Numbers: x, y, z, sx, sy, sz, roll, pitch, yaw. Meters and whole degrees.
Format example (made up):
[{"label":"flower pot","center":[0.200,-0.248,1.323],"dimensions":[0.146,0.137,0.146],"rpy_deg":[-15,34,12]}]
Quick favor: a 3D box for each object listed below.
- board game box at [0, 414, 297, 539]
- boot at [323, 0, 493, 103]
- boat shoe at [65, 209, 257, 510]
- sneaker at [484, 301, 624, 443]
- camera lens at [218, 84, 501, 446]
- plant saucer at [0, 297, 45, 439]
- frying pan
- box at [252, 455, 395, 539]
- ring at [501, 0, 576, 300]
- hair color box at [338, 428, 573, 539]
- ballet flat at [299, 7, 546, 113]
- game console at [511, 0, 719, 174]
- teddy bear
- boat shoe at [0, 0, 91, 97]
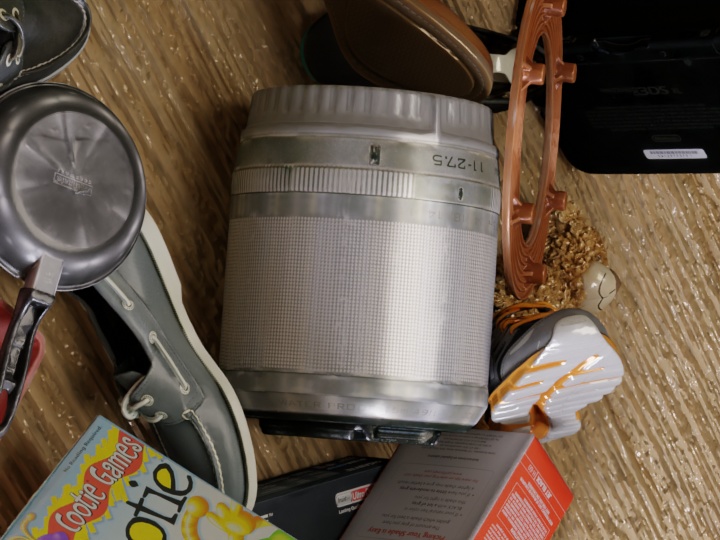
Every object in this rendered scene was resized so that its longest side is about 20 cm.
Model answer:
[{"label":"board game box","center":[-0.091,0.188,1.452],"dimensions":[0.103,0.200,0.105],"rpy_deg":[-53,168,-32]},{"label":"boot","center":[0.022,-0.200,1.618],"dimensions":[0.200,0.074,0.155],"rpy_deg":[37,50,-1]},{"label":"boat shoe","center":[-0.122,0.058,1.518],"dimensions":[0.062,0.073,0.200],"rpy_deg":[-29,101,-38]},{"label":"sneaker","center":[0.104,0.053,1.633],"dimensions":[0.078,0.200,0.077],"rpy_deg":[-8,75,-11]},{"label":"camera lens","center":[0.000,0.000,1.588],"dimensions":[0.160,0.160,0.201],"rpy_deg":[8,85,-47]},{"label":"plant saucer","center":[-0.274,0.066,1.383],"dimensions":[0.200,0.037,0.200],"rpy_deg":[45,60,-38]},{"label":"frying pan","center":[-0.179,-0.018,1.441],"dimensions":[0.115,0.031,0.190],"rpy_deg":[44,59,-23]},{"label":"box","center":[-0.049,0.208,1.621],"dimensions":[0.200,0.046,0.159],"rpy_deg":[-11,99,-47]},{"label":"ring","center":[0.112,-0.081,1.664],"dimensions":[0.200,0.019,0.201],"rpy_deg":[6,90,-79]},{"label":"hair color box","center":[0.034,0.186,1.602],"dimensions":[0.200,0.101,0.061],"rpy_deg":[-55,128,-30]},{"label":"ballet flat","center":[0.052,-0.138,1.710],"dimensions":[0.200,0.068,0.068],"rpy_deg":[1,90,-47]},{"label":"game console","center":[0.206,-0.163,1.779],"dimensions":[0.116,0.200,0.176],"rpy_deg":[-55,127,-31]},{"label":"teddy bear","center":[0.110,0.044,1.776],"dimensions":[0.200,0.067,0.145],"rpy_deg":[-33,117,-41]},{"label":"boat shoe","center":[-0.211,-0.119,1.433],"dimensions":[0.200,0.057,0.069],"rpy_deg":[-18,103,-46]}]
